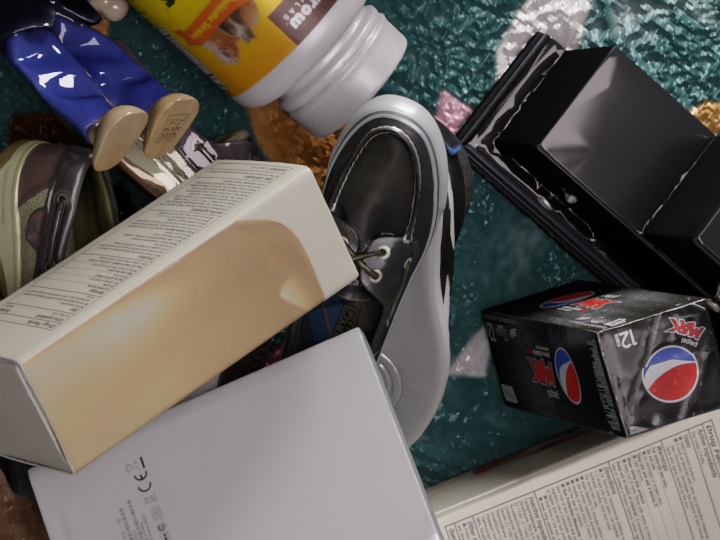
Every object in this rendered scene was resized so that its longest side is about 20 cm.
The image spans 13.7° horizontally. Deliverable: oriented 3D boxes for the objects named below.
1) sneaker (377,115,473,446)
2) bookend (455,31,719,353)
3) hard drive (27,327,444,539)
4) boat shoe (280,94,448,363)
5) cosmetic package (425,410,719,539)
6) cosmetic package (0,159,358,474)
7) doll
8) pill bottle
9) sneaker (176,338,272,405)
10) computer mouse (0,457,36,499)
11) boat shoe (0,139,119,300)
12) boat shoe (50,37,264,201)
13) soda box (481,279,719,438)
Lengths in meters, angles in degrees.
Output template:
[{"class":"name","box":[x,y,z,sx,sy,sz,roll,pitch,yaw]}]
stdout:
[{"class":"sneaker","box":[0.032,0.002,1.754,0.073,0.112,0.200,13,123,12]},{"class":"bookend","box":[0.180,-0.043,1.727,0.199,0.200,0.092,41,81,-15]},{"class":"hard drive","box":[-0.068,0.129,1.626,0.200,0.026,0.132,-23,69,5]},{"class":"boat shoe","box":[0.000,0.000,1.659,0.068,0.057,0.200,17,120,3]},{"class":"cosmetic package","box":[0.134,0.150,1.780,0.200,0.087,0.104,-19,96,-14]},{"class":"cosmetic package","box":[-0.112,0.021,1.589,0.200,0.105,0.071,-34,112,-25]},{"class":"doll","box":[-0.175,-0.139,1.657,0.136,0.049,0.200,-17,56,-47]},{"class":"pill bottle","box":[-0.070,-0.169,1.694,0.200,0.109,0.109,42,81,-14]},{"class":"sneaker","box":[-0.110,0.086,1.728,0.073,0.085,0.200,-2,112,-59]},{"class":"computer mouse","box":[-0.175,0.138,1.717,0.058,0.034,0.201,-12,96,-16]},{"class":"boat shoe","box":[-0.156,0.027,1.659,0.072,0.066,0.201,-22,108,-49]},{"class":"boat shoe","box":[-0.085,-0.055,1.717,0.200,0.072,0.065,38,87,-8]},{"class":"soda box","box":[0.138,0.048,1.717,0.071,0.200,0.064,-16,98,-15]}]
